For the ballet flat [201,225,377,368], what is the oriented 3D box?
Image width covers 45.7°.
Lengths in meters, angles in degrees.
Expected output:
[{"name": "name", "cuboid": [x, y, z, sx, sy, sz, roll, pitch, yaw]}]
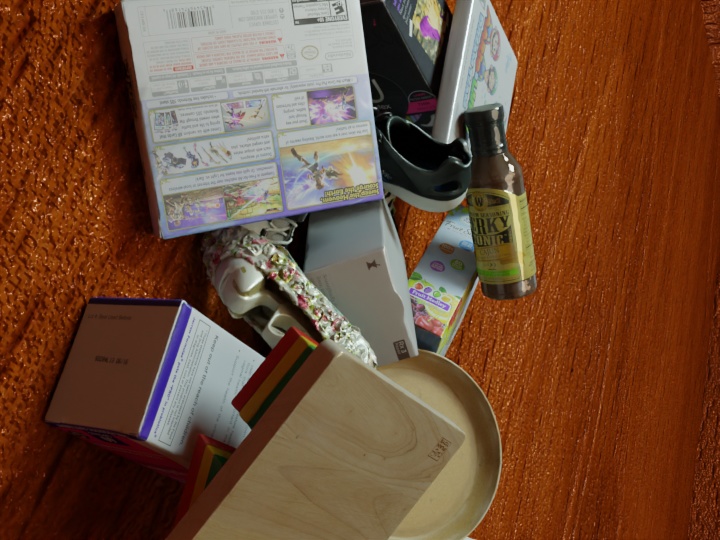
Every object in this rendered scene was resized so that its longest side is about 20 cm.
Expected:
[{"name": "ballet flat", "cuboid": [-0.069, 0.031, 0.705, 0.064, 0.200, 0.076, -28, 153, -56]}]

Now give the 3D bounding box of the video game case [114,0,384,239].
[{"name": "video game case", "cuboid": [-0.087, -0.134, 0.708, 0.198, 0.045, 0.183, -12, 100, -22]}]

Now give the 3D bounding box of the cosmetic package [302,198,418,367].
[{"name": "cosmetic package", "cuboid": [0.000, 0.000, 0.823, 0.200, 0.080, 0.114, -87, 160, -68]}]

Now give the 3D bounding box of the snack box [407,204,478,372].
[{"name": "snack box", "cuboid": [0.083, 0.049, 0.985, 0.200, 0.067, 0.170, -55, 165, -42]}]

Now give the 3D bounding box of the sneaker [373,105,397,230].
[{"name": "sneaker", "cuboid": [0.013, -0.094, 0.925, 0.072, 0.082, 0.201, -58, 136, -41]}]

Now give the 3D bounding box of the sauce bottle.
[{"name": "sauce bottle", "cuboid": [0.142, -0.071, 0.896, 0.065, 0.064, 0.202, -33, 116, -53]}]

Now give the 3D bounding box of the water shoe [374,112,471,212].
[{"name": "water shoe", "cuboid": [0.014, -0.125, 0.821, 0.079, 0.198, 0.072, 99, 12, -52]}]

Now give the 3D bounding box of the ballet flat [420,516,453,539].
[{"name": "ballet flat", "cuboid": [0.096, 0.248, 0.946, 0.067, 0.067, 0.200, -55, 171, 3]}]

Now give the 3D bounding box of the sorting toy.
[{"name": "sorting toy", "cuboid": [-0.044, 0.153, 0.630, 0.199, 0.069, 0.200, -51, 140, -1]}]

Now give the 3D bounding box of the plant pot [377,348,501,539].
[{"name": "plant pot", "cuboid": [0.046, 0.179, 0.850, 0.198, 0.027, 0.202, 4, 76, -18]}]

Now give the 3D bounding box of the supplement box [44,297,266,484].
[{"name": "supplement box", "cuboid": [-0.129, 0.109, 0.676, 0.200, 0.100, 0.104, 42, 55, -49]}]

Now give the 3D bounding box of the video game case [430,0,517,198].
[{"name": "video game case", "cuboid": [0.130, -0.188, 0.947, 0.182, 0.023, 0.202, 36, 62, -61]}]

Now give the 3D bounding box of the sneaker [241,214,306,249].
[{"name": "sneaker", "cuboid": [-0.075, -0.073, 0.780, 0.074, 0.088, 0.202, 5, 87, -59]}]

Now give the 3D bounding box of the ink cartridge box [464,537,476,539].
[{"name": "ink cartridge box", "cuboid": [0.107, 0.335, 0.838, 0.200, 0.145, 0.087, 12, 89, -74]}]

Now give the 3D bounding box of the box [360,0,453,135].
[{"name": "box", "cuboid": [0.028, -0.241, 0.914, 0.200, 0.121, 0.107, 50, 50, -46]}]
